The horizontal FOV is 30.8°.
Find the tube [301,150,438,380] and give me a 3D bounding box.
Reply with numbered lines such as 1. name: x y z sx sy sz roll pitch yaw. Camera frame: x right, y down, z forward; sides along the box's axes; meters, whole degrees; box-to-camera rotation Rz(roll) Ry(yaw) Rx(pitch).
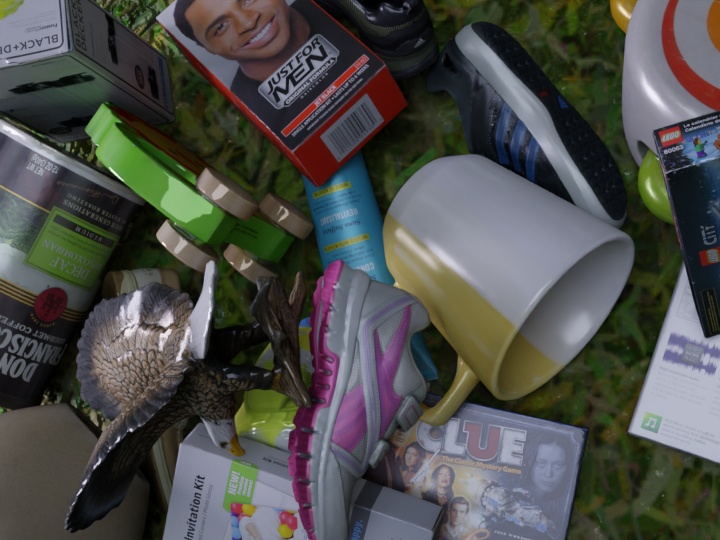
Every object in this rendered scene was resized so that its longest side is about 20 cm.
1. tube: 0.000 0.000 1.046 0.077 0.050 0.201 -18 84 22

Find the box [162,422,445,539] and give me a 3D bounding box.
1. box: -0.051 0.218 0.986 0.200 0.041 0.156 18 113 11

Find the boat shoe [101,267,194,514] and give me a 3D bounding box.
1. boat shoe: -0.157 0.095 1.055 0.066 0.074 0.201 -12 96 -24

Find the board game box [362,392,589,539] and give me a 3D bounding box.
1. board game box: 0.063 0.165 1.000 0.199 0.035 0.136 11 87 13

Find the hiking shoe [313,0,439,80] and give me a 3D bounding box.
1. hiking shoe: -0.006 -0.246 1.035 0.076 0.101 0.200 -35 63 -17

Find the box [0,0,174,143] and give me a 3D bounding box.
1. box: -0.241 -0.163 1.049 0.116 0.200 0.060 -10 80 14

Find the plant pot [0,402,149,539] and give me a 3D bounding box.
1. plant pot: -0.243 0.183 1.013 0.134 0.200 0.200 -45 74 -9

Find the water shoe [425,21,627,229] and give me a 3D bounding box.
1. water shoe: 0.130 -0.100 1.022 0.079 0.071 0.200 -43 74 34

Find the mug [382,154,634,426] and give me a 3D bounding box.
1. mug: 0.084 0.002 0.964 0.186 0.150 0.153 -37 62 -23

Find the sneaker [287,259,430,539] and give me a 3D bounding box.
1. sneaker: 0.004 0.098 0.905 0.088 0.081 0.201 10 92 -12

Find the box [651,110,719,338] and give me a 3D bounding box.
1. box: 0.278 -0.037 0.861 0.136 0.200 0.038 -15 52 12

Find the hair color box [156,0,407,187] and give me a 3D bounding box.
1. hair color box: -0.066 -0.168 1.044 0.101 0.061 0.200 -43 57 -3

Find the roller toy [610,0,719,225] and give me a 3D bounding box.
1. roller toy: 0.278 -0.141 0.923 0.182 0.140 0.201 -9 66 7

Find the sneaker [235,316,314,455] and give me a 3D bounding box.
1. sneaker: -0.064 0.120 1.036 0.076 0.105 0.200 29 119 0

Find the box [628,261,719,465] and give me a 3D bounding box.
1. box: 0.297 0.050 0.963 0.144 0.036 0.200 18 88 17

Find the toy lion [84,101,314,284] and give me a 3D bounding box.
1. toy lion: -0.141 -0.071 1.008 0.192 0.200 0.069 38 96 16

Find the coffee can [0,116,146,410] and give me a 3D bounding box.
1. coffee can: -0.283 -0.007 1.066 0.146 0.146 0.200 28 90 17

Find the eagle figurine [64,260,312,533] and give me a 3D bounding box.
1. eagle figurine: -0.131 0.083 0.904 0.200 0.152 0.151 -17 90 12
